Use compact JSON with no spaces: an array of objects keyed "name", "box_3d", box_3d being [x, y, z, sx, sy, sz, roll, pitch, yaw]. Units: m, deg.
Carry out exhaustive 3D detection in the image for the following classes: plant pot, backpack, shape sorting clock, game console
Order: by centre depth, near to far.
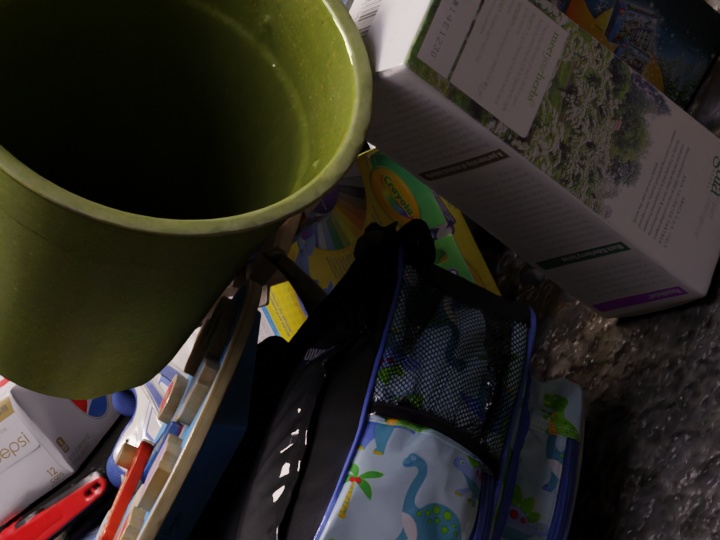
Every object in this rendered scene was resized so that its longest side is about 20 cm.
[{"name":"backpack","box_3d":[0.009,0.115,1.157,0.183,0.147,0.200,-46,20,52]},{"name":"plant pot","box_3d":[-0.117,-0.042,1.160,0.190,0.200,0.200,118,169,-49]},{"name":"shape sorting clock","box_3d":[-0.097,0.094,1.204,0.200,0.039,0.200,-61,11,20]},{"name":"game console","box_3d":[-0.170,0.125,1.552,0.177,0.031,0.200,-34,10,31]}]

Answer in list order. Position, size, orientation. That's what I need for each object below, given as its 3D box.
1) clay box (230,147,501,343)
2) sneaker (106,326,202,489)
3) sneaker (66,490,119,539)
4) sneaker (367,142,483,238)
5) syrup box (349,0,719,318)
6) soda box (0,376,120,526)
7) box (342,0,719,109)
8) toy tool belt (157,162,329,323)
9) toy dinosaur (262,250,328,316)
[{"name":"clay box","box_3d":[0.000,0.000,1.369,0.048,0.115,0.200,-30,6,-40]},{"name":"sneaker","box_3d":[-0.090,0.119,1.378,0.088,0.075,0.200,-17,43,1]},{"name":"sneaker","box_3d":[-0.155,0.214,1.420,0.200,0.081,0.146,-48,20,2]},{"name":"sneaker","box_3d":[0.050,-0.077,1.450,0.082,0.077,0.200,-30,38,13]},{"name":"syrup box","box_3d":[0.084,-0.064,1.195,0.081,0.200,0.079,-15,46,54]},{"name":"soda box","box_3d":[-0.185,0.077,1.552,0.068,0.064,0.200,-36,9,23]},{"name":"box","box_3d":[0.081,-0.123,1.273,0.137,0.200,0.038,-59,29,-9]},{"name":"toy tool belt","box_3d":[-0.089,-0.031,1.315,0.200,0.125,0.123,-23,53,51]},{"name":"toy dinosaur","box_3d":[0.014,0.046,1.280,0.088,0.200,0.048,-12,53,3]}]
